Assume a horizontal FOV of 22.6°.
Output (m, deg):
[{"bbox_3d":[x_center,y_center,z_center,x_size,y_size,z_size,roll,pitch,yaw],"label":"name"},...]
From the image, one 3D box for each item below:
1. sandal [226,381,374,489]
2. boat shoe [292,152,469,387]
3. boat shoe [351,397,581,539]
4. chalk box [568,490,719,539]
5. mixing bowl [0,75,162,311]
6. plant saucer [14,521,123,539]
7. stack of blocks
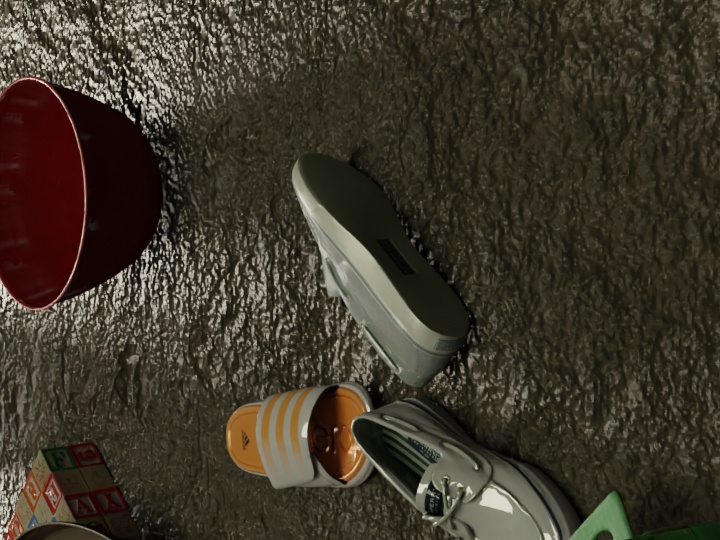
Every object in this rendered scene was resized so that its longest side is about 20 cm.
[{"bbox_3d":[-0.061,0.134,1.398,0.206,0.059,0.080,-14,83,53],"label":"sandal"},{"bbox_3d":[0.001,0.000,1.294,0.201,0.070,0.072,54,129,32],"label":"boat shoe"},{"bbox_3d":[0.065,0.153,1.226,0.199,0.066,0.074,31,118,47],"label":"boat shoe"},{"bbox_3d":[0.171,0.228,1.046,0.125,0.123,0.201,-56,51,39],"label":"chalk box"},{"bbox_3d":[-0.243,-0.070,1.579,0.199,0.108,0.202,9,101,52],"label":"mixing bowl"},{"bbox_3d":[-0.232,0.306,1.607,0.199,0.032,0.202,14,120,25],"label":"plant saucer"},{"bbox_3d":[-0.285,0.275,1.710,0.115,0.058,0.201,55,134,33],"label":"stack of blocks"}]
